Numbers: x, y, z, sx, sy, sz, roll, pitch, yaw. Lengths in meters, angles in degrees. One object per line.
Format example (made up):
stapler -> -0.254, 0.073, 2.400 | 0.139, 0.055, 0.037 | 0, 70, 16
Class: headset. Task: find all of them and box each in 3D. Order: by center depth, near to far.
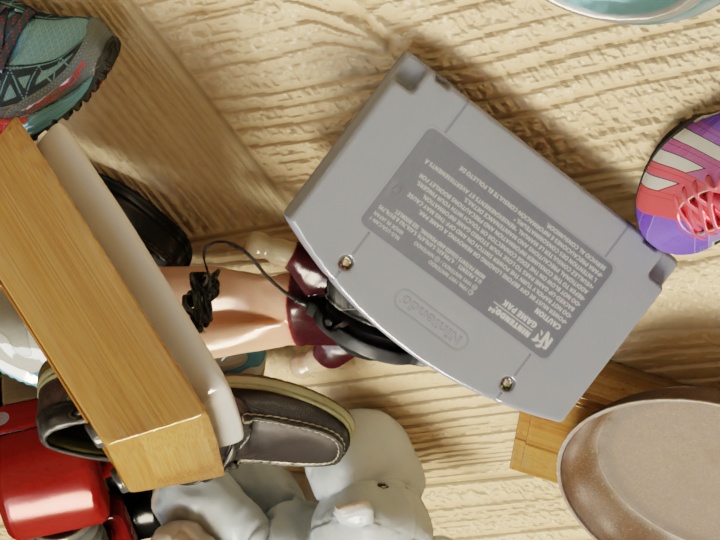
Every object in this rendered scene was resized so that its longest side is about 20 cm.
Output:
headset -> 0.000, 0.000, 1.630 | 0.199, 0.094, 0.124 | -6, 107, 7

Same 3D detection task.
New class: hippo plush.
hippo plush -> -0.037, 0.170, 1.841 | 0.159, 0.201, 0.161 | 17, 142, -31

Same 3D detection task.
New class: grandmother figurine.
grandmother figurine -> -0.039, 0.025, 1.724 | 0.199, 0.061, 0.121 | -3, 148, 13

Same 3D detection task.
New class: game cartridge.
game cartridge -> 0.062, -0.011, 1.596 | 0.200, 0.134, 0.040 | 37, 180, -15

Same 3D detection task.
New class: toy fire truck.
toy fire truck -> -0.201, 0.183, 1.858 | 0.128, 0.201, 0.177 | -12, 133, 3

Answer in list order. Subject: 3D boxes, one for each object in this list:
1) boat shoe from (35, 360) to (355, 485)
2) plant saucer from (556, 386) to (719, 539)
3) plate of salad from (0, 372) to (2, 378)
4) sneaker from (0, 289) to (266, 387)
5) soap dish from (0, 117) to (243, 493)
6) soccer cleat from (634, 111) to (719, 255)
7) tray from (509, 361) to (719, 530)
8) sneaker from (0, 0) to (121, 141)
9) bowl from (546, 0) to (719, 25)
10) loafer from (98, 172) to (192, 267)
boat shoe -> -0.104, 0.102, 1.773 | 0.199, 0.065, 0.073 | 8, 141, -3
plant saucer -> 0.216, 0.130, 1.712 | 0.199, 0.032, 0.201 | 15, 144, 11
plate of salad -> -0.233, 0.108, 1.970 | 0.199, 0.048, 0.201 | 15, 144, 11
sneaker -> -0.155, 0.034, 1.821 | 0.199, 0.077, 0.081 | 12, 137, 3
soap dish -> -0.148, 0.027, 1.622 | 0.200, 0.081, 0.157 | 56, 172, 14
soccer cleat -> 0.202, -0.050, 1.513 | 0.068, 0.073, 0.200 | 32, 143, -14
tray -> 0.195, 0.113, 1.758 | 0.199, 0.037, 0.099 | 16, 144, 8
sneaker -> -0.232, -0.126, 1.646 | 0.199, 0.080, 0.096 | -4, 135, 32
bowl -> 0.125, -0.193, 1.347 | 0.200, 0.105, 0.201 | 15, 143, 12
loafer -> -0.202, -0.026, 1.761 | 0.199, 0.072, 0.073 | 19, 143, 4
